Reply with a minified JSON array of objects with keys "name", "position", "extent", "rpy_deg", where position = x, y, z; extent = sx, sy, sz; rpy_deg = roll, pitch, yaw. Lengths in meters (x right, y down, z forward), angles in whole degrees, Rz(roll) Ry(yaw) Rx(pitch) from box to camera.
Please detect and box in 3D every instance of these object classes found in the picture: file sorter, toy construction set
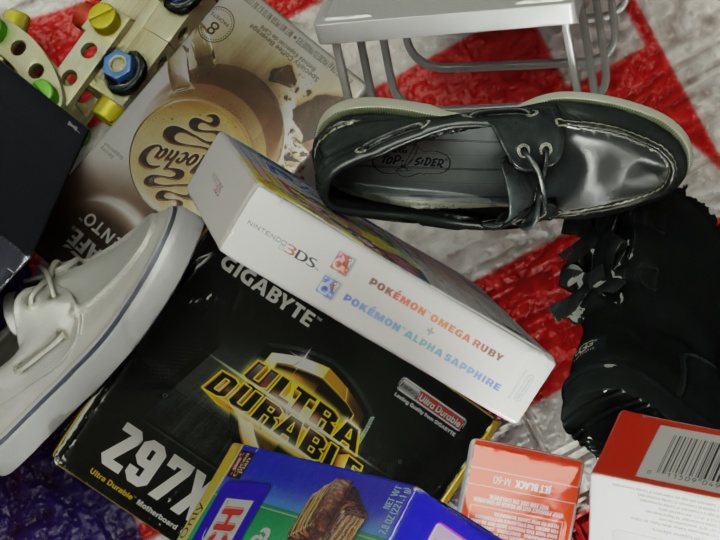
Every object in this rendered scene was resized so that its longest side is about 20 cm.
[{"name":"file sorter","position":[0.072,-0.141,1.439],"extent":[0.138,0.125,0.200],"rpy_deg":[-3,35,15]},{"name":"toy construction set","position":[-0.166,-0.161,1.586],"extent":[0.131,0.092,0.200],"rpy_deg":[32,96,22]}]

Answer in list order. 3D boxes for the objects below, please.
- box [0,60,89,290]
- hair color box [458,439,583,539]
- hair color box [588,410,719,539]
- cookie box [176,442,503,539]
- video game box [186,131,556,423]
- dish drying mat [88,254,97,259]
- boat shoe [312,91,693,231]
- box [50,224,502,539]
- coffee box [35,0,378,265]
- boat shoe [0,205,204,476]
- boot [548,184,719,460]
[{"name":"box","position":[-0.261,-0.015,1.472],"extent":[0.104,0.200,0.182],"rpy_deg":[39,110,-12]},{"name":"hair color box","position":[0.070,0.195,1.369],"extent":[0.064,0.111,0.200],"rpy_deg":[12,86,5]},{"name":"hair color box","position":[0.176,0.177,1.327],"extent":[0.111,0.200,0.064],"rpy_deg":[10,33,19]},{"name":"cookie box","position":[-0.036,0.184,1.307],"extent":[0.200,0.075,0.171],"rpy_deg":[5,62,61]},{"name":"video game box","position":[0.000,0.000,1.388],"extent":[0.182,0.200,0.047],"rpy_deg":[33,94,-13]},{"name":"dish drying mat","position":[-0.095,0.076,1.469],"extent":[0.077,0.018,0.200],"rpy_deg":[-26,99,-5]},{"name":"boat shoe","position":[0.070,-0.050,1.339],"extent":[0.199,0.075,0.066],"rpy_deg":[7,33,7]},{"name":"box","position":[-0.048,0.092,1.443],"extent":[0.200,0.049,0.160],"rpy_deg":[35,88,-9]},{"name":"coffee box","position":[-0.088,-0.053,1.529],"extent":[0.113,0.080,0.200],"rpy_deg":[40,88,21]},{"name":"boat shoe","position":[-0.164,0.028,1.415],"extent":[0.066,0.072,0.200],"rpy_deg":[36,121,-16]},{"name":"boot","position":[0.182,0.054,1.406],"extent":[0.073,0.198,0.163],"rpy_deg":[-30,33,36]}]
